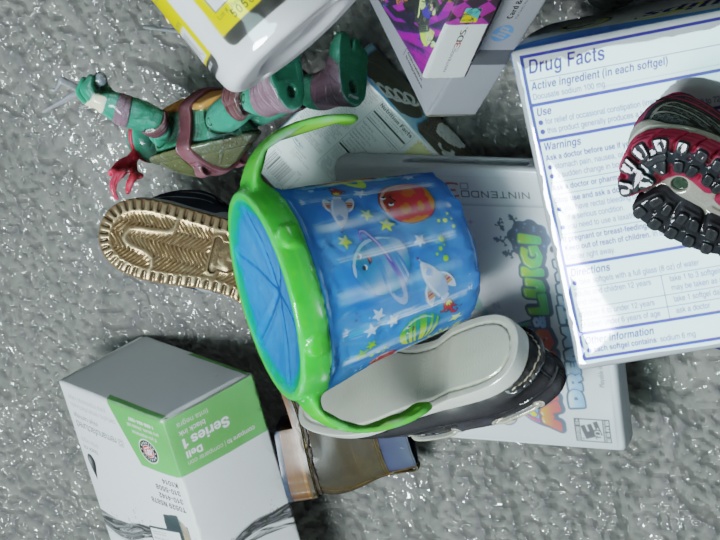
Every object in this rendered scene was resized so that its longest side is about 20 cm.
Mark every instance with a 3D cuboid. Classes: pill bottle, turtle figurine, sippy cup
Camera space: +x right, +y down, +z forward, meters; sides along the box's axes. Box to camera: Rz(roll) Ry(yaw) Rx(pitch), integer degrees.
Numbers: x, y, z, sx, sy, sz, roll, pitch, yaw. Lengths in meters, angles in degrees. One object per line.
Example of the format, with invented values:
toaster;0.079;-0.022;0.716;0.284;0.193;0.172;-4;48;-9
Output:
pill bottle;-0.097;-0.214;1.509;0.200;0.111;0.111;50;128;3
turtle figurine;-0.100;-0.111;1.655;0.200;0.150;0.101;-9;108;38
sippy cup;0.000;0.000;1.588;0.140;0.130;0.178;-124;24;-50

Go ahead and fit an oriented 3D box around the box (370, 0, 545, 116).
box;0.065;-0.214;1.515;0.200;0.041;0.156;-57;47;44

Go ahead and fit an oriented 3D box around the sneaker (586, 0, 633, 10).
sneaker;0.144;-0.252;1.505;0.077;0.076;0.200;28;129;46

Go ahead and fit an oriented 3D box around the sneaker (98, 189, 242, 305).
sneaker;-0.071;-0.004;1.703;0.200;0.109;0.070;19;95;2

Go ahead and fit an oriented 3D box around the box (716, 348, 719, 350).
box;0.259;0.002;1.600;0.200;0.032;0.121;18;123;16

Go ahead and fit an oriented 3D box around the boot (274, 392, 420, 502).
boot;-0.017;0.060;1.776;0.097;0.075;0.200;-6;107;5

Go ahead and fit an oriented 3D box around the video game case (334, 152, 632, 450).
video game case;0.081;0.021;1.665;0.182;0.024;0.200;3;116;25

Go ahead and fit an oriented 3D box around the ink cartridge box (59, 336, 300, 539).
ink cartridge box;-0.122;0.163;1.834;0.146;0.084;0.200;14;126;52

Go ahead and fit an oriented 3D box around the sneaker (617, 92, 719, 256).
sneaker;0.239;-0.032;1.417;0.200;0.075;0.081;35;128;-8

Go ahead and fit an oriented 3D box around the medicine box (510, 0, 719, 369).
medicine box;0.204;-0.060;1.509;0.182;0.103;0.200;-10;100;18

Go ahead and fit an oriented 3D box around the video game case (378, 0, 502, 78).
video game case;0.039;-0.244;1.479;0.200;0.036;0.181;62;143;34

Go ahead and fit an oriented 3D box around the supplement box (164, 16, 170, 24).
supplement box;-0.095;-0.270;1.606;0.110;0.086;0.200;-9;111;32

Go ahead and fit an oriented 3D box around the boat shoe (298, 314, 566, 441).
boat shoe;0.045;0.077;1.660;0.200;0.074;0.060;-20;142;39

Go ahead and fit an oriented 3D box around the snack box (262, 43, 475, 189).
snack box;0.033;-0.040;1.695;0.200;0.037;0.116;47;126;-3
